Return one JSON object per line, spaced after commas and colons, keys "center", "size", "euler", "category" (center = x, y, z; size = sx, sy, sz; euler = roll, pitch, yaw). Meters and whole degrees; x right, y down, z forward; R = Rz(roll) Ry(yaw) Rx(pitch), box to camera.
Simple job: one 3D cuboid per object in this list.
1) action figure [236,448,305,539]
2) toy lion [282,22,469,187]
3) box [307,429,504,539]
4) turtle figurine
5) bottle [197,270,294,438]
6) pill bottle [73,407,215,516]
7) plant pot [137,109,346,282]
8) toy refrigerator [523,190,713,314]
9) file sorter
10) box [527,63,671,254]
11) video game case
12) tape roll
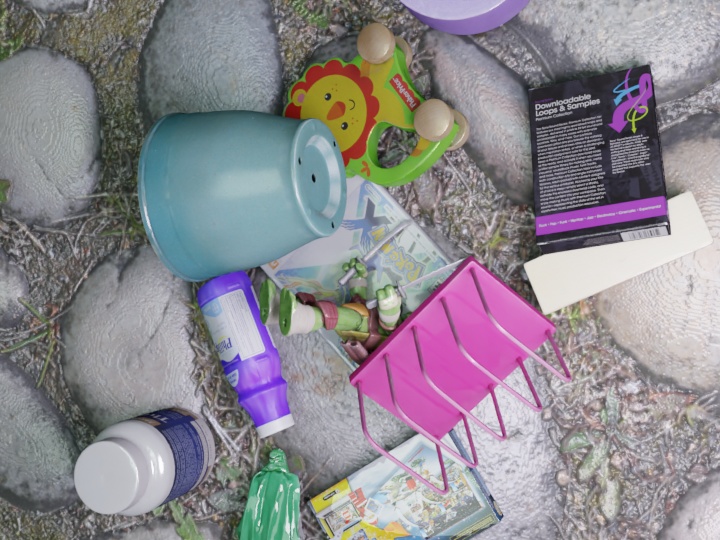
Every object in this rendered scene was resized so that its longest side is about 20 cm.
{"center": [-0.109, 0.322, 1.361], "size": [0.117, 0.055, 0.203], "euler": [3, 84, 17], "category": "action figure"}
{"center": [0.003, -0.179, 1.316], "size": [0.192, 0.068, 0.201], "euler": [-42, 67, 17], "category": "toy lion"}
{"center": [0.053, 0.287, 1.324], "size": [0.199, 0.038, 0.137], "euler": [-33, 82, 13], "category": "box"}
{"center": [-0.007, 0.016, 1.255], "size": [0.145, 0.192, 0.201], "euler": [63, 142, 43], "category": "turtle figurine"}
{"center": [-0.138, 0.104, 1.354], "size": [0.065, 0.083, 0.202], "euler": [-19, 84, -26], "category": "bottle"}
{"center": [-0.260, 0.231, 1.326], "size": [0.110, 0.200, 0.112], "euler": [0, 90, 14], "category": "pill bottle"}
{"center": [-0.123, -0.095, 1.274], "size": [0.186, 0.200, 0.203], "euler": [-5, 89, 24], "category": "plant pot"}
{"center": [0.288, -0.021, 1.241], "size": [0.198, 0.076, 0.071], "euler": [-25, 84, 15], "category": "toy refrigerator"}
{"center": [0.108, 0.120, 1.186], "size": [0.139, 0.126, 0.200], "euler": [37, 109, -23], "category": "file sorter"}
{"center": [0.263, -0.124, 1.225], "size": [0.141, 0.036, 0.202], "euler": [-9, 66, 21], "category": "box"}
{"center": [0.000, 0.000, 1.347], "size": [0.182, 0.022, 0.200], "euler": [-45, 80, 11], "category": "video game case"}
{"center": [0.118, -0.384, 1.282], "size": [0.198, 0.085, 0.203], "euler": [0, 91, 16], "category": "tape roll"}
